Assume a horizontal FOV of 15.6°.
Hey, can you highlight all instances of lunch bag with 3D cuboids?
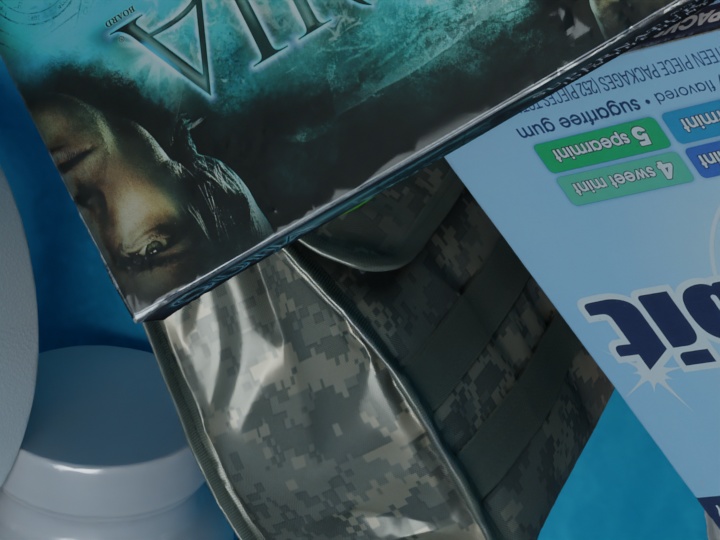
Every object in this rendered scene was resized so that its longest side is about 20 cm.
[{"bbox_3d":[0.000,0.000,0.961,0.117,0.164,0.201,-21,109,32],"label":"lunch bag"}]

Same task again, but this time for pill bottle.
[{"bbox_3d":[-0.111,0.142,1.098,0.115,0.116,0.201,12,119,12],"label":"pill bottle"}]

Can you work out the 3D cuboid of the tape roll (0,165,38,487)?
[{"bbox_3d":[-0.206,0.014,1.055,0.202,0.037,0.205,8,102,42],"label":"tape roll"}]

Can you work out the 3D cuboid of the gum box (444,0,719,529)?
[{"bbox_3d":[0.136,-0.002,0.786,0.169,0.045,0.200,-12,124,45],"label":"gum box"}]

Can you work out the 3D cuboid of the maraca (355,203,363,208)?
[{"bbox_3d":[-0.056,-0.100,0.814,0.136,0.107,0.201,-21,109,30],"label":"maraca"}]

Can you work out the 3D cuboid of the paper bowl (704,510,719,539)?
[{"bbox_3d":[0.226,0.092,0.970,0.199,0.104,0.202,8,119,15],"label":"paper bowl"}]

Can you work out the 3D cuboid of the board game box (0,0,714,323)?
[{"bbox_3d":[-0.008,-0.091,0.734,0.199,0.028,0.136,-30,83,15],"label":"board game box"}]
